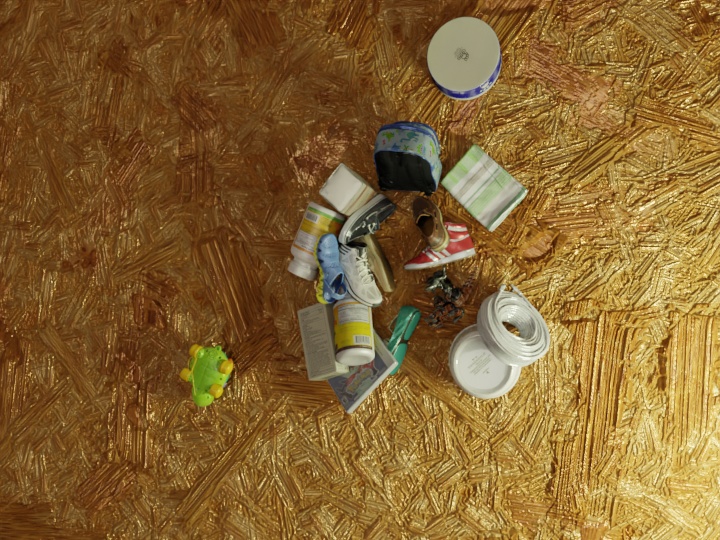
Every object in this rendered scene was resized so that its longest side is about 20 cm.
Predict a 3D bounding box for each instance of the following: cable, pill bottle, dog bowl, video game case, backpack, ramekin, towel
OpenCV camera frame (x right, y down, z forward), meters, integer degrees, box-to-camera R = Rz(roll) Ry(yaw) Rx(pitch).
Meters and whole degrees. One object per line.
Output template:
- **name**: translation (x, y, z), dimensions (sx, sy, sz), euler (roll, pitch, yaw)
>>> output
- **cable**: translation (0.387, 0.148, 1.556), dimensions (0.200, 0.199, 0.070), euler (47, 138, 13)
- **pill bottle**: translation (-0.130, -0.080, 1.708), dimensions (0.110, 0.111, 0.203), euler (24, 94, 14)
- **dog bowl**: translation (0.280, -0.571, 1.644), dimensions (0.196, 0.079, 0.204), euler (0, 90, 15)
- **pill bottle**: translation (-0.020, 0.151, 1.678), dimensions (0.107, 0.109, 0.203), euler (-12, 62, 15)
- **video game case**: translation (-0.010, 0.264, 1.707), dimensions (0.200, 0.023, 0.183), euler (-47, 50, 11)
- **backpack**: translation (0.125, -0.311, 1.623), dimensions (0.180, 0.200, 0.149), euler (9, 72, 16)
- **ramekin**: translation (0.328, 0.245, 1.619), dimensions (0.199, 0.094, 0.206), euler (0, 90, 15)
- **towel**: translation (0.333, -0.226, 1.653), dimensions (0.200, 0.031, 0.149), euler (45, 100, 11)

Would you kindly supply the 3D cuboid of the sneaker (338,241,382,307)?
- **sneaker**: translation (0.000, 0.000, 1.653), dimensions (0.201, 0.075, 0.116), euler (49, 137, 25)

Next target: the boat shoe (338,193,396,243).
- **boat shoe**: translation (0.022, -0.132, 1.676), dimensions (0.067, 0.072, 0.200), euler (35, 57, 21)

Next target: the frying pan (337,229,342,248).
- **frying pan**: translation (-0.094, -0.034, 1.768), dimensions (0.115, 0.031, 0.190), euler (46, 104, 12)

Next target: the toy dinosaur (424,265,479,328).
- **toy dinosaur**: translation (0.244, 0.065, 1.660), dimensions (0.136, 0.102, 0.200), euler (43, 82, -4)

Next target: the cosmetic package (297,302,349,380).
- **cosmetic package**: translation (-0.106, 0.200, 1.719), dimensions (0.102, 0.073, 0.203), euler (-19, 71, 27)

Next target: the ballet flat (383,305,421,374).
- **ballet flat**: translation (0.104, 0.189, 1.704), dimensions (0.070, 0.067, 0.203), euler (27, 97, 38)

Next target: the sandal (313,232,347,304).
- **sandal**: translation (-0.075, -0.002, 1.647), dimensions (0.086, 0.079, 0.204), euler (14, 115, 49)

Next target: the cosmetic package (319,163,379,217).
- **cosmetic package**: translation (-0.025, -0.210, 1.662), dimensions (0.087, 0.200, 0.104), euler (42, 100, 12)

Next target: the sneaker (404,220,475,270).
- **sneaker**: translation (0.206, -0.069, 1.666), dimensions (0.197, 0.071, 0.114), euler (-15, 90, 7)

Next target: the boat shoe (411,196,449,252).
- **boat shoe**: translation (0.178, -0.138, 1.630), dimensions (0.072, 0.067, 0.202), euler (-39, 42, 21)

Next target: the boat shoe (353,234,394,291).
- **boat shoe**: translation (0.037, -0.024, 1.717), dimensions (0.064, 0.071, 0.203), euler (-28, 73, 18)

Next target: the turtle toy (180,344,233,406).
- **turtle toy**: translation (-0.456, 0.317, 1.828), dimensions (0.144, 0.101, 0.203), euler (25, 97, 13)
